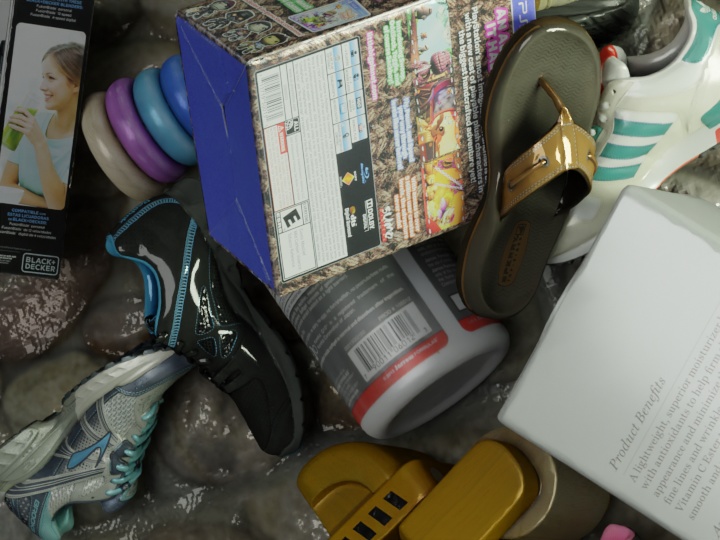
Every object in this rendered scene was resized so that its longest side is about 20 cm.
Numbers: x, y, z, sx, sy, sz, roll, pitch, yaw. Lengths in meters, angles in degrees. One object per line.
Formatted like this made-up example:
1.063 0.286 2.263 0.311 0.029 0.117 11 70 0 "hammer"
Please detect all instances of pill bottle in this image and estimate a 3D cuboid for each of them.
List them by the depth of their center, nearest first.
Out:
0.000 0.000 1.599 0.116 0.116 0.201 -40 74 19 "pill bottle"

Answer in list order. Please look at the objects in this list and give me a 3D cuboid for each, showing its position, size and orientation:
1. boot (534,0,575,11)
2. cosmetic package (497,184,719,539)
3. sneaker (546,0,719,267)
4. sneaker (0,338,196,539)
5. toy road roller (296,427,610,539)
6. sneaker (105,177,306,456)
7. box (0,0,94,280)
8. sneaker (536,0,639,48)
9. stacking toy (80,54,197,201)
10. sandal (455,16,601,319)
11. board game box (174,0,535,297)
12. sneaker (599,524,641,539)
0.160 -0.245 1.548 0.154 0.073 0.201 -6 45 -4 "boot"
0.224 0.068 1.469 0.199 0.165 0.166 33 102 21 "cosmetic package"
0.162 -0.092 1.531 0.199 0.070 0.093 -39 110 15 "sneaker"
-0.174 0.118 1.711 0.200 0.078 0.087 -38 87 26 "sneaker"
0.048 0.153 1.576 0.200 0.123 0.146 -46 62 18 "toy road roller"
-0.103 0.042 1.641 0.082 0.073 0.201 -28 97 -20 "sneaker"
-0.237 -0.100 1.705 0.060 0.117 0.202 7 94 -18 "box"
0.086 -0.189 1.589 0.198 0.076 0.092 4 82 21 "sneaker"
-0.093 -0.132 1.666 0.199 0.085 0.086 -32 77 17 "stacking toy"
0.108 -0.056 1.475 0.055 0.081 0.201 40 122 49 "sandal"
0.004 -0.103 1.482 0.097 0.199 0.161 39 142 50 "board game box"
0.104 0.223 1.530 0.199 0.079 0.096 -25 120 -4 "sneaker"
